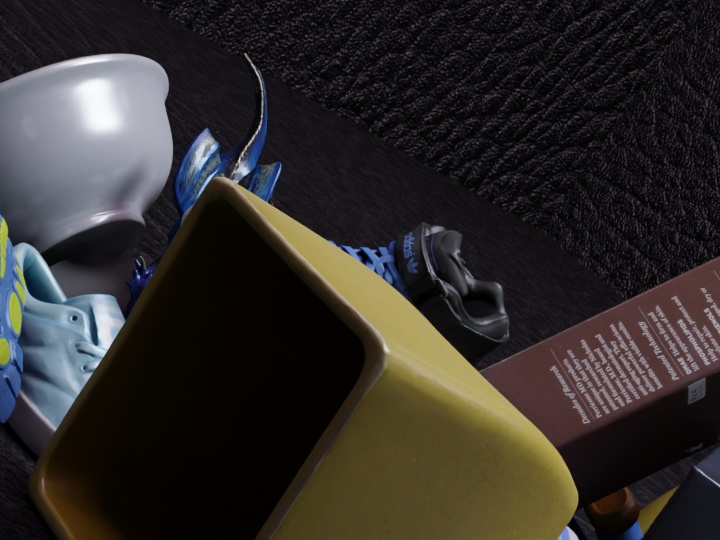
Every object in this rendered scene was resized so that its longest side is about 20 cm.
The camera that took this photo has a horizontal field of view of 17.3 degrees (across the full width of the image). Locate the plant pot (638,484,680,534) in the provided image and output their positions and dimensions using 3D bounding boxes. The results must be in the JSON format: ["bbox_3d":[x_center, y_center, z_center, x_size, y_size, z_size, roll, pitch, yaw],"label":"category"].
[{"bbox_3d":[0.296,0.234,1.864,0.200,0.142,0.200,33,9,-6],"label":"plant pot"}]

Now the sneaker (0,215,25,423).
[{"bbox_3d":[-0.225,0.035,1.248,0.200,0.082,0.071,-96,167,-61],"label":"sneaker"}]

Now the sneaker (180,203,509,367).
[{"bbox_3d":[0.000,-0.001,1.355,0.200,0.111,0.077,38,27,-24],"label":"sneaker"}]

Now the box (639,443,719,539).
[{"bbox_3d":[0.200,0.216,1.399,0.117,0.197,0.200,35,8,11],"label":"box"}]

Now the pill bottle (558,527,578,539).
[{"bbox_3d":[0.019,0.142,1.355,0.200,0.114,0.114,37,7,-16],"label":"pill bottle"}]

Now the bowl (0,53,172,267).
[{"bbox_3d":[-0.196,-0.047,1.493,0.091,0.201,0.201,63,17,15],"label":"bowl"}]

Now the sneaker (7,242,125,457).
[{"bbox_3d":[-0.155,0.057,1.312,0.200,0.082,0.074,42,12,27],"label":"sneaker"}]

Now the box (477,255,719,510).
[{"bbox_3d":[0.172,0.069,1.423,0.100,0.199,0.075,78,-14,-59],"label":"box"}]

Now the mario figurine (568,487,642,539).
[{"bbox_3d":[0.182,0.230,1.554,0.123,0.106,0.200,4,-41,45],"label":"mario figurine"}]

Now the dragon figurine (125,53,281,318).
[{"bbox_3d":[-0.085,-0.047,1.457,0.059,0.200,0.099,25,-15,0],"label":"dragon figurine"}]

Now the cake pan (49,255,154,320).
[{"bbox_3d":[-0.121,0.051,1.438,0.200,0.037,0.200,19,24,-8],"label":"cake pan"}]

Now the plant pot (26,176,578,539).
[{"bbox_3d":[-0.011,0.106,1.184,0.200,0.196,0.194,26,12,-37],"label":"plant pot"}]
